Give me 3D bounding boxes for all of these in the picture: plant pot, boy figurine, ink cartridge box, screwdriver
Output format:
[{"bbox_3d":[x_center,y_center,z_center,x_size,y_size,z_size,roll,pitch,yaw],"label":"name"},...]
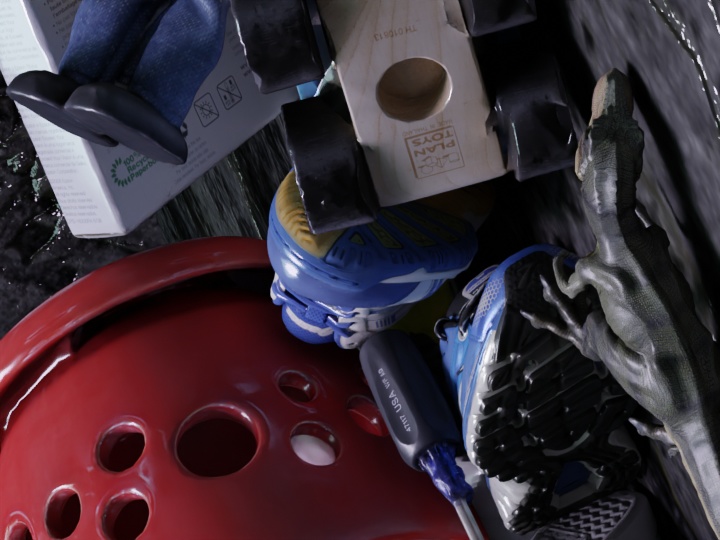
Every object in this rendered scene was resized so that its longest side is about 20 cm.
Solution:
[{"bbox_3d":[-0.067,0.098,1.248,0.183,0.200,0.200,60,171,25],"label":"plant pot"},{"bbox_3d":[-0.060,-0.142,1.146,0.124,0.200,0.064,19,171,39],"label":"boy figurine"},{"bbox_3d":[-0.089,-0.147,1.246,0.043,0.196,0.200,-3,116,41],"label":"ink cartridge box"},{"bbox_3d":[0.048,0.100,1.106,0.200,0.029,0.028,59,176,35],"label":"screwdriver"}]

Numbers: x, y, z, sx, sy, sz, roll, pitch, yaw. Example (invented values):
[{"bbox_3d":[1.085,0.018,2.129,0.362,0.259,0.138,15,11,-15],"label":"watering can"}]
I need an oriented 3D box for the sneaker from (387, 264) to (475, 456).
[{"bbox_3d":[0.013,-0.011,1.333,0.085,0.074,0.200,-111,5,-67],"label":"sneaker"}]

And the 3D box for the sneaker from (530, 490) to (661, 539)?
[{"bbox_3d":[0.080,0.185,1.143,0.074,0.200,0.118,-11,110,41],"label":"sneaker"}]

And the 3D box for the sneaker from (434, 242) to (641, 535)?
[{"bbox_3d":[0.060,0.033,1.117,0.089,0.078,0.200,61,172,21],"label":"sneaker"}]

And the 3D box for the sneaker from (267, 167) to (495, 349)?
[{"bbox_3d":[0.000,0.000,1.161,0.075,0.088,0.200,37,-165,8],"label":"sneaker"}]

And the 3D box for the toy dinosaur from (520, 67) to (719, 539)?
[{"bbox_3d":[0.100,0.033,0.961,0.200,0.047,0.088,64,167,-8],"label":"toy dinosaur"}]

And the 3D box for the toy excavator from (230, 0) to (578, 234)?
[{"bbox_3d":[0.016,-0.091,1.066,0.200,0.100,0.195,-100,-7,-51],"label":"toy excavator"}]

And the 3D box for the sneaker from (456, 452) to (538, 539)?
[{"bbox_3d":[0.053,0.136,1.334,0.200,0.078,0.100,138,129,-77],"label":"sneaker"}]
